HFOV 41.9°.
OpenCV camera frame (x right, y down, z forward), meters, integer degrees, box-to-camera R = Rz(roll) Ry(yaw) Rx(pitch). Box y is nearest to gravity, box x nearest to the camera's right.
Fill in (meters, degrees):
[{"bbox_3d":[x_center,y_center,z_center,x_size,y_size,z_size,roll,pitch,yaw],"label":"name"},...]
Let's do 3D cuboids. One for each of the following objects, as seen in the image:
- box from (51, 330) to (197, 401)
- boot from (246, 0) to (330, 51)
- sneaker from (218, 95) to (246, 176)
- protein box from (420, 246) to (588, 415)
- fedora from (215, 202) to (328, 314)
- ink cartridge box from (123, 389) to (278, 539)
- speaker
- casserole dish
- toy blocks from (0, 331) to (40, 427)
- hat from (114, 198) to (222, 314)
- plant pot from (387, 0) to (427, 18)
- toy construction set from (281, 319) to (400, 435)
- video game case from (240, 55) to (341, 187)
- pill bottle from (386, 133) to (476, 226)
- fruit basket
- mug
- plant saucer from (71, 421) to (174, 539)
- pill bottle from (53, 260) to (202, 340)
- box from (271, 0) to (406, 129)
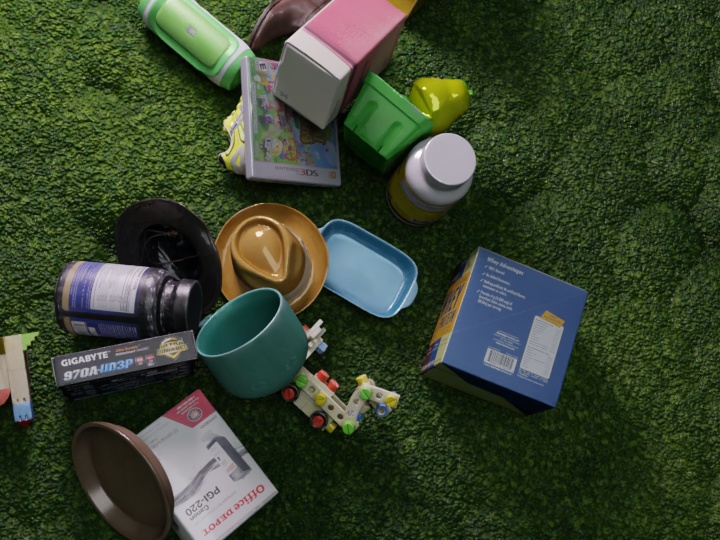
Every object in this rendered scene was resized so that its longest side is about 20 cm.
[{"bbox_3d":[-0.343,0.142,1.386,0.199,0.159,0.046,-11,77,-14],"label":"box"},{"bbox_3d":[-0.075,-0.397,1.636,0.200,0.064,0.187,38,74,-5],"label":"boot"},{"bbox_3d":[-0.189,-0.255,1.566,0.076,0.075,0.201,8,70,-4],"label":"sneaker"},{"bbox_3d":[0.232,0.102,1.526,0.198,0.135,0.200,22,73,-5],"label":"protein box"},{"bbox_3d":[-0.147,-0.023,1.488,0.200,0.082,0.201,-1,75,5],"label":"fedora"},{"bbox_3d":[-0.242,0.302,1.397,0.146,0.085,0.200,-36,87,-27],"label":"ink cartridge box"},{"bbox_3d":[-0.275,-0.394,1.578,0.200,0.088,0.089,40,72,1],"label":"speaker"},{"bbox_3d":[0.000,0.000,1.557,0.200,0.039,0.121,30,72,-2],"label":"casserole dish"},{"bbox_3d":[-0.564,0.172,1.378,0.199,0.100,0.137,-8,89,-14],"label":"toy blocks"},{"bbox_3d":[-0.287,-0.027,1.476,0.200,0.201,0.081,39,28,0],"label":"hat"},{"bbox_3d":[0.107,-0.605,1.662,0.176,0.200,0.200,-38,86,-28],"label":"plant pot"},{"bbox_3d":[-0.045,0.175,1.472,0.131,0.092,0.200,-46,76,10],"label":"toy construction set"},{"bbox_3d":[-0.113,-0.242,1.549,0.182,0.022,0.201,1,83,-40],"label":"video game case"},{"bbox_3d":[0.117,-0.150,1.532,0.112,0.200,0.113,3,77,-12],"label":"pill bottle"},{"bbox_3d":[0.076,-0.265,1.554,0.155,0.216,0.216,40,72,1],"label":"fruit basket"},{"bbox_3d":[-0.158,0.112,1.426,0.152,0.185,0.115,-31,117,0],"label":"mug"},{"bbox_3d":[-0.336,0.299,1.343,0.200,0.200,0.029,51,43,4],"label":"plant saucer"},{"bbox_3d":[-0.345,0.048,1.411,0.199,0.112,0.112,5,74,6],"label":"pill bottle"},{"bbox_3d":[-0.034,-0.347,1.510,0.109,0.128,0.200,36,57,6],"label":"box"}]
